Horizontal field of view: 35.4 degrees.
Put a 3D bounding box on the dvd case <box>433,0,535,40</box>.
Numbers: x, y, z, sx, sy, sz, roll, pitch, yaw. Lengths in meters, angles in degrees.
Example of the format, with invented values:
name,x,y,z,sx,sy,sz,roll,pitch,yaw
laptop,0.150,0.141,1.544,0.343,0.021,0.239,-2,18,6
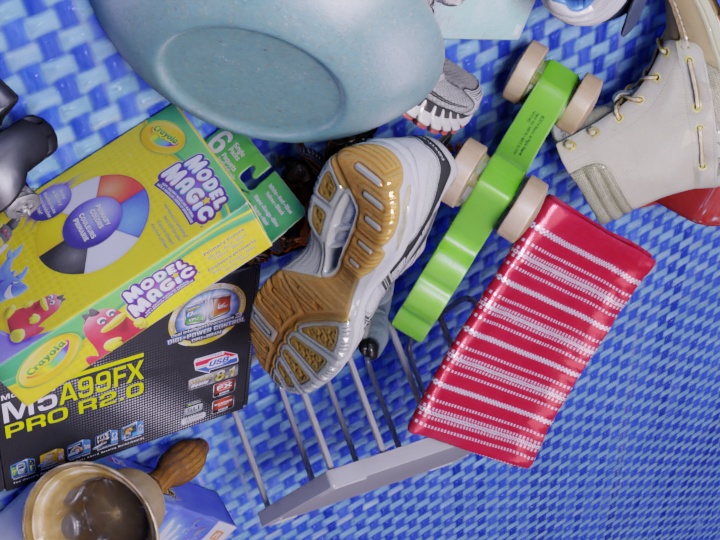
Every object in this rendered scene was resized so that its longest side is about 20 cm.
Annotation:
name,x,y,z,sx,sy,sz,roll,pitch,yaw
dvd case,0.050,-0.215,0.719,0.199,0.022,0.146,-6,133,-34

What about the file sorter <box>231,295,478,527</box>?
name,x,y,z,sx,sy,sz,roll,pitch,yaw
file sorter,0.012,0.109,0.921,0.199,0.125,0.139,-11,163,-32

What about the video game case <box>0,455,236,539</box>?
name,x,y,z,sx,sy,sz,roll,pitch,yaw
video game case,-0.230,0.242,0.950,0.181,0.045,0.200,-45,143,7

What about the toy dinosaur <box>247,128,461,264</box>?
name,x,y,z,sx,sy,sz,roll,pitch,yaw
toy dinosaur,-0.005,-0.067,0.795,0.200,0.102,0.136,-46,171,-42

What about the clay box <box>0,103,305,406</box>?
name,x,y,z,sx,sy,sz,roll,pitch,yaw
clay box,-0.144,-0.021,0.681,0.200,0.115,0.048,-35,141,-6

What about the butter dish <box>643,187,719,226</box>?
name,x,y,z,sx,sy,sz,roll,pitch,yaw
butter dish,0.346,-0.110,0.977,0.199,0.148,0.200,-15,138,-29

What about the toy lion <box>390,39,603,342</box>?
name,x,y,z,sx,sy,sz,roll,pitch,yaw
toy lion,0.089,-0.045,0.843,0.200,0.069,0.192,-57,176,-37

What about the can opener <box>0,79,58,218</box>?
name,x,y,z,sx,sy,sz,roll,pitch,yaw
can opener,-0.255,-0.026,0.641,0.200,0.079,0.063,-40,180,9

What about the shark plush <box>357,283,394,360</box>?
name,x,y,z,sx,sy,sz,roll,pitch,yaw
shark plush,0.017,0.008,0.829,0.083,0.091,0.200,-56,161,6

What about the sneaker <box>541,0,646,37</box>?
name,x,y,z,sx,sy,sz,roll,pitch,yaw
sneaker,0.186,-0.244,0.717,0.146,0.081,0.200,-34,160,-54

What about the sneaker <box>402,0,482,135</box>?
name,x,y,z,sx,sy,sz,roll,pitch,yaw
sneaker,0.023,-0.148,0.684,0.082,0.078,0.200,-48,142,11

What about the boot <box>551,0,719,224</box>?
name,x,y,z,sx,sy,sz,roll,pitch,yaw
boot,0.219,-0.142,0.885,0.154,0.072,0.201,-18,109,23

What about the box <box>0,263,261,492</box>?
name,x,y,z,sx,sy,sz,roll,pitch,yaw
box,-0.173,0.064,0.807,0.199,0.044,0.161,-17,140,-27

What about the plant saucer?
name,x,y,z,sx,sy,sz,roll,pitch,yaw
plant saucer,-0.056,-0.116,0.612,0.200,0.039,0.201,11,157,5

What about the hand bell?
name,x,y,z,sx,sy,sz,roll,pitch,yaw
hand bell,-0.161,0.167,0.863,0.104,0.104,0.200,-50,174,15

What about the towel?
name,x,y,z,sx,sy,sz,roll,pitch,yaw
towel,0.131,0.052,0.841,0.144,0.022,0.200,25,98,-42

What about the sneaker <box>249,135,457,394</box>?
name,x,y,z,sx,sy,sz,roll,pitch,yaw
sneaker,0.000,0.000,0.695,0.088,0.076,0.200,-26,157,-45
